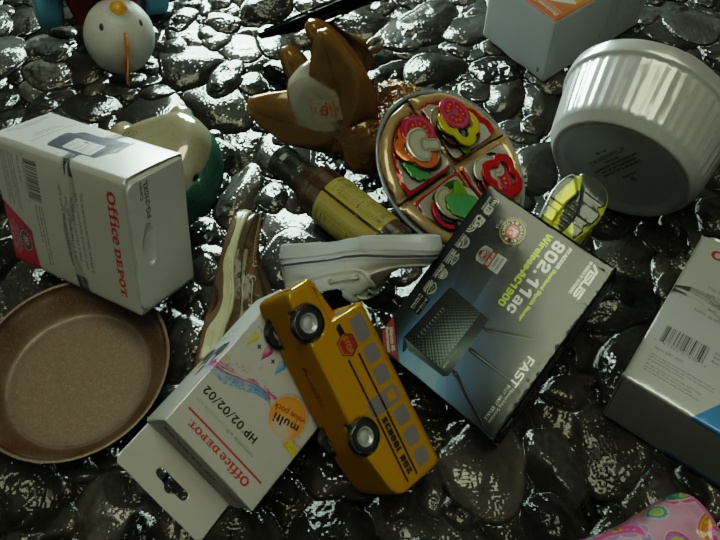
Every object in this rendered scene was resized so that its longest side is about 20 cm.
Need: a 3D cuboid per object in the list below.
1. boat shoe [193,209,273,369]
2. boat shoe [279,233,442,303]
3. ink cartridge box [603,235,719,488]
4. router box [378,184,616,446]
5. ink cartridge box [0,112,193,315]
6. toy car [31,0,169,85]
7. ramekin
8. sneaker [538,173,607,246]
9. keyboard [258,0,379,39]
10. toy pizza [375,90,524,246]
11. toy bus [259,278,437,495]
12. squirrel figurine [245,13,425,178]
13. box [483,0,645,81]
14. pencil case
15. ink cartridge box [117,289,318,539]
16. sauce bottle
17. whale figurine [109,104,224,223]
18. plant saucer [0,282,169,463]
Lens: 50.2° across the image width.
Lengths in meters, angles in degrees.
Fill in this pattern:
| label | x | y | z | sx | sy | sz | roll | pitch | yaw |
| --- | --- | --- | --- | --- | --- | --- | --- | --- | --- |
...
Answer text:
| label | x | y | z | sx | sy | sz | roll | pitch | yaw |
| --- | --- | --- | --- | --- | --- | --- | --- | --- | --- |
| boat shoe | -0.118 | 0.032 | 0.806 | 0.073 | 0.075 | 0.206 | 11 | 62 | -5 |
| boat shoe | 0.000 | 0.000 | 0.790 | 0.197 | 0.069 | 0.073 | -3 | 1 | 41 |
| ink cartridge box | 0.350 | 0.087 | 0.745 | 0.144 | 0.084 | 0.200 | 30 | 61 | 21 |
| router box | 0.130 | 0.042 | 0.748 | 0.149 | 0.062 | 0.202 | 36 | 87 | 23 |
| ink cartridge box | -0.274 | -0.063 | 0.794 | 0.197 | 0.148 | 0.084 | 19 | 35 | 26 |
| toy car | -0.327 | -0.345 | 1.020 | 0.181 | 0.178 | 0.203 | -16 | 67 | -24 |
| ramekin | 0.302 | -0.145 | 0.848 | 0.199 | 0.203 | 0.095 | 26 | 71 | 18 |
| sneaker | 0.194 | -0.007 | 0.824 | 0.200 | 0.085 | 0.074 | -46 | 66 | -3 |
| keyboard | -0.035 | -0.332 | 0.937 | 0.197 | 0.041 | 0.103 | -5 | 17 | 40 |
| toy pizza | 0.109 | -0.120 | 0.875 | 0.196 | 0.032 | 0.205 | 9 | 68 | -22 |
| toy bus | -0.011 | 0.101 | 0.684 | 0.078 | 0.065 | 0.203 | -29 | 95 | -33 |
| squirrel figurine | -0.013 | -0.218 | 0.949 | 0.199 | 0.141 | 0.188 | 40 | 31 | -13 |
| box | 0.286 | -0.372 | 1.060 | 0.198 | 0.098 | 0.125 | -33 | 60 | -20 |
| pencil case | 0.199 | 0.252 | 0.632 | 0.196 | 0.088 | 0.089 | -17 | 56 | -9 |
| ink cartridge box | -0.109 | 0.132 | 0.699 | 0.115 | 0.067 | 0.201 | 48 | 62 | -13 |
| sauce bottle | -0.027 | -0.076 | 0.878 | 0.064 | 0.065 | 0.199 | -37 | 62 | -23 |
| whale figurine | -0.239 | -0.118 | 0.905 | 0.198 | 0.104 | 0.161 | 18 | 70 | 41 |
| plant saucer | -0.287 | 0.103 | 0.774 | 0.195 | 0.037 | 0.204 | 0 | 54 | 1 |
